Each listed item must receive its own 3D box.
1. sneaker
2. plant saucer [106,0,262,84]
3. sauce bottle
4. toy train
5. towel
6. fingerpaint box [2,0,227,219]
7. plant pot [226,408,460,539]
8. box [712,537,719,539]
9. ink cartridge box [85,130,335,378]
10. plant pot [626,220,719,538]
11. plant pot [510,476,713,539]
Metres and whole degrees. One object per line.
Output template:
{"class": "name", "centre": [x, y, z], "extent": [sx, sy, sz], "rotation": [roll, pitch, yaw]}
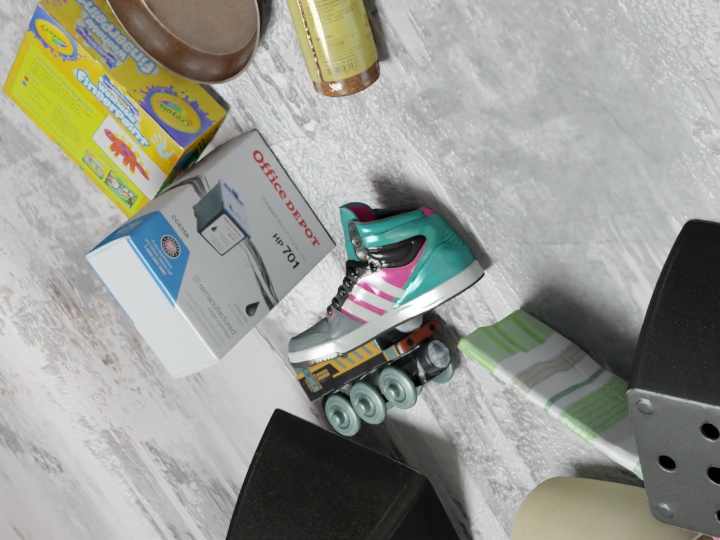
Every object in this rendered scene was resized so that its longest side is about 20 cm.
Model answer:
{"class": "sneaker", "centre": [0.000, 0.000, 1.444], "extent": [0.199, 0.084, 0.121], "rotation": [-28, 94, 11]}
{"class": "plant saucer", "centre": [-0.162, -0.266, 1.441], "extent": [0.200, 0.034, 0.201], "rotation": [24, 137, 25]}
{"class": "sauce bottle", "centre": [-0.035, -0.245, 1.314], "extent": [0.066, 0.066, 0.201], "rotation": [12, 130, 36]}
{"class": "toy train", "centre": [0.009, 0.089, 1.567], "extent": [0.114, 0.085, 0.200], "rotation": [58, 142, 0]}
{"class": "towel", "centre": [0.193, 0.102, 1.361], "extent": [0.200, 0.149, 0.031], "rotation": [35, 109, 17]}
{"class": "fingerpaint box", "centre": [-0.248, -0.170, 1.574], "extent": [0.200, 0.073, 0.167], "rotation": [45, 145, 2]}
{"class": "plant pot", "centre": [-0.031, 0.296, 1.654], "extent": [0.199, 0.178, 0.200], "rotation": [20, 153, 31]}
{"class": "box", "centre": [0.400, 0.219, 1.281], "extent": [0.199, 0.103, 0.095], "rotation": [9, 140, 37]}
{"class": "ink cartridge box", "centre": [-0.140, -0.018, 1.507], "extent": [0.086, 0.200, 0.147], "rotation": [-21, 109, 49]}
{"class": "plant pot", "centre": [0.310, 0.102, 1.210], "extent": [0.199, 0.177, 0.200], "rotation": [11, 130, 38]}
{"class": "plant pot", "centre": [0.240, 0.272, 1.452], "extent": [0.200, 0.187, 0.188], "rotation": [28, 141, 45]}
